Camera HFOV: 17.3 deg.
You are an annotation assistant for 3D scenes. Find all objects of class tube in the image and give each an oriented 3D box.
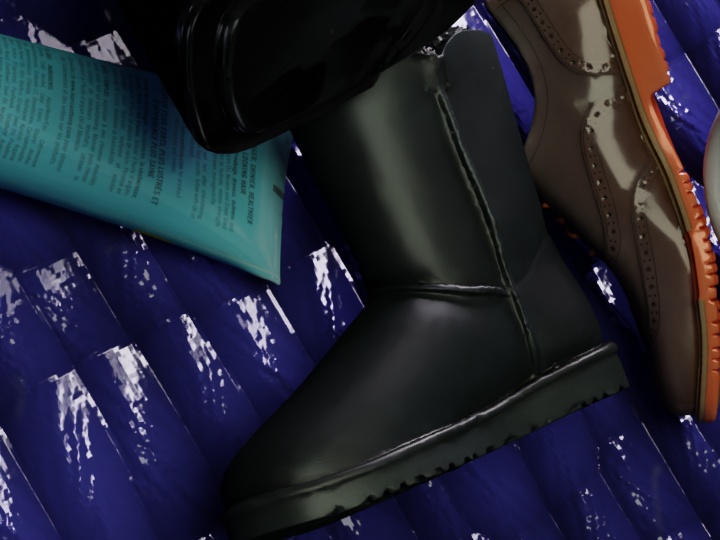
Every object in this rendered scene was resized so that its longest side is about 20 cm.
[{"bbox_3d":[-0.113,-0.054,0.890,0.199,0.050,0.078,15,70,-27],"label":"tube"}]

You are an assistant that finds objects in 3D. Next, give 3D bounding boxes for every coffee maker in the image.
[{"bbox_3d":[-0.073,-0.147,0.872,0.192,0.135,0.201,-37,64,8],"label":"coffee maker"}]

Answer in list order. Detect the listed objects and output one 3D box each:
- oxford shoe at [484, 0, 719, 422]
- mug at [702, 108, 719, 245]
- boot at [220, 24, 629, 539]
[{"bbox_3d":[0.104,-0.030,0.989,0.072,0.071,0.202,-15,85,4],"label":"oxford shoe"},{"bbox_3d":[0.232,-0.022,0.996,0.174,0.147,0.202,-12,116,-37],"label":"mug"},{"bbox_3d":[0.000,0.000,0.906,0.199,0.076,0.169,-22,86,-36],"label":"boot"}]
